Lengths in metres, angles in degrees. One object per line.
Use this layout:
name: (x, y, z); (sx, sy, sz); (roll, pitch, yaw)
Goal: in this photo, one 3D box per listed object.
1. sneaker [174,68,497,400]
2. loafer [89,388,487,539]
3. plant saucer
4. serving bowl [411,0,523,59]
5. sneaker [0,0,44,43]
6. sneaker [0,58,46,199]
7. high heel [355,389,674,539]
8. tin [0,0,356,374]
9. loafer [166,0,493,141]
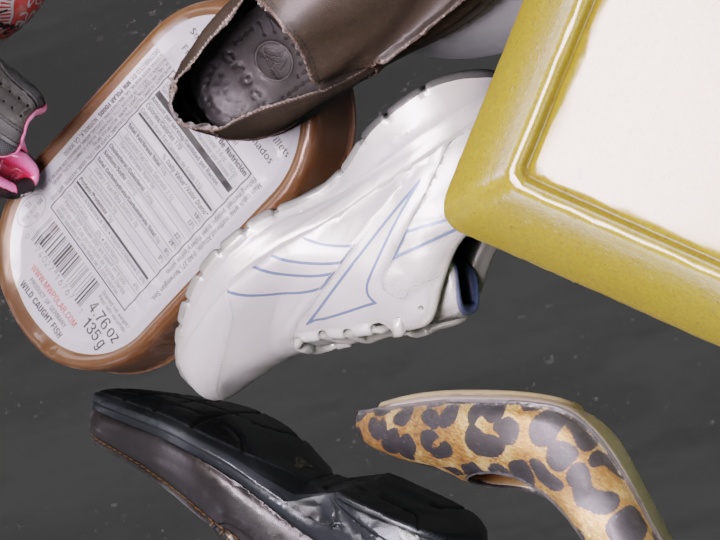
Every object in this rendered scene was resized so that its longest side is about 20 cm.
sneaker: (0.000, 0.000, 1.278); (0.200, 0.074, 0.087); (-39, 75, 24)
loafer: (-0.043, 0.109, 1.300); (0.199, 0.073, 0.073); (25, 105, 30)
plant saucer: (0.149, -0.071, 1.177); (0.199, 0.048, 0.201); (24, 100, 14)
serving bowl: (0.031, -0.193, 1.268); (0.199, 0.066, 0.201); (-2, 87, 30)
sneaker: (-0.236, -0.179, 1.400); (0.201, 0.067, 0.108); (46, 113, 2)
sneaker: (-0.196, -0.052, 1.362); (0.095, 0.200, 0.079); (31, 64, -7)
high heel: (0.082, 0.125, 1.222); (0.199, 0.071, 0.143); (7, 86, 21)
tin: (-0.086, -0.037, 1.349); (0.200, 0.042, 0.112); (-46, 72, 21)
loafer: (-0.006, -0.108, 1.224); (0.073, 0.071, 0.200); (50, 125, 2)
